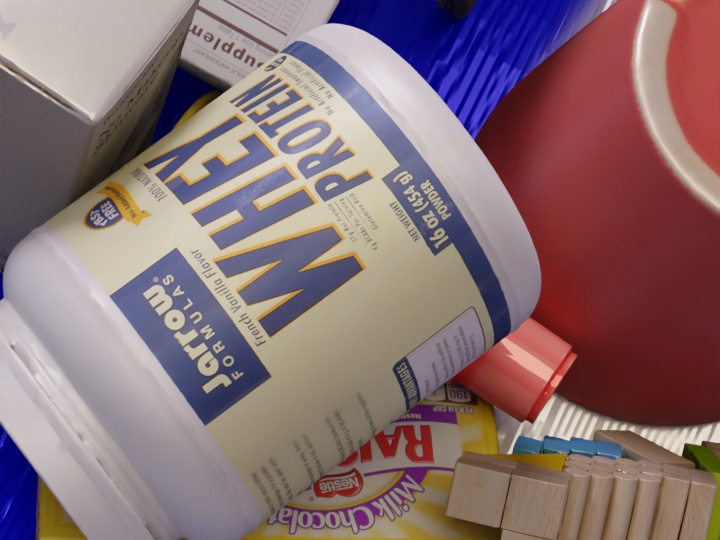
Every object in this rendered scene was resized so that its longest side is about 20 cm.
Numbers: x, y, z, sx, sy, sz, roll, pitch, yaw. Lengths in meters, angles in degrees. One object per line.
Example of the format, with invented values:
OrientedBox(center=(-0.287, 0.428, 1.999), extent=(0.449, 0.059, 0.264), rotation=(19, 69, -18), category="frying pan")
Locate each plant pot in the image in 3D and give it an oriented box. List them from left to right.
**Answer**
OrientedBox(center=(0.158, -0.046, 0.922), extent=(0.200, 0.177, 0.201), rotation=(4, 71, -11), category="plant pot")

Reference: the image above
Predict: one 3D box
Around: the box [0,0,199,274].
OrientedBox(center=(-0.124, -0.065, 0.854), extent=(0.068, 0.200, 0.082), rotation=(35, 68, 0), category="box")

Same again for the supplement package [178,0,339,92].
OrientedBox(center=(-0.041, -0.182, 0.917), extent=(0.114, 0.110, 0.200), rotation=(29, 91, -10), category="supplement package")

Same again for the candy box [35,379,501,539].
OrientedBox(center=(-0.037, 0.081, 0.902), extent=(0.200, 0.026, 0.102), rotation=(3, 55, -11), category="candy box")

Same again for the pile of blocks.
OrientedBox(center=(0.113, 0.110, 0.906), extent=(0.200, 0.082, 0.062), rotation=(5, 102, -30), category="pile of blocks")

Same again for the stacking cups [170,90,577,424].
OrientedBox(center=(0.000, 0.000, 0.921), extent=(0.200, 0.061, 0.061), rotation=(35, 67, 9), category="stacking cups")

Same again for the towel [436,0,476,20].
OrientedBox(center=(0.071, -0.217, 0.930), extent=(0.035, 0.200, 0.193), rotation=(23, 87, 4), category="towel")

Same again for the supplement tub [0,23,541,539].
OrientedBox(center=(-0.046, 0.015, 0.817), extent=(0.200, 0.145, 0.145), rotation=(-37, 82, -10), category="supplement tub")
